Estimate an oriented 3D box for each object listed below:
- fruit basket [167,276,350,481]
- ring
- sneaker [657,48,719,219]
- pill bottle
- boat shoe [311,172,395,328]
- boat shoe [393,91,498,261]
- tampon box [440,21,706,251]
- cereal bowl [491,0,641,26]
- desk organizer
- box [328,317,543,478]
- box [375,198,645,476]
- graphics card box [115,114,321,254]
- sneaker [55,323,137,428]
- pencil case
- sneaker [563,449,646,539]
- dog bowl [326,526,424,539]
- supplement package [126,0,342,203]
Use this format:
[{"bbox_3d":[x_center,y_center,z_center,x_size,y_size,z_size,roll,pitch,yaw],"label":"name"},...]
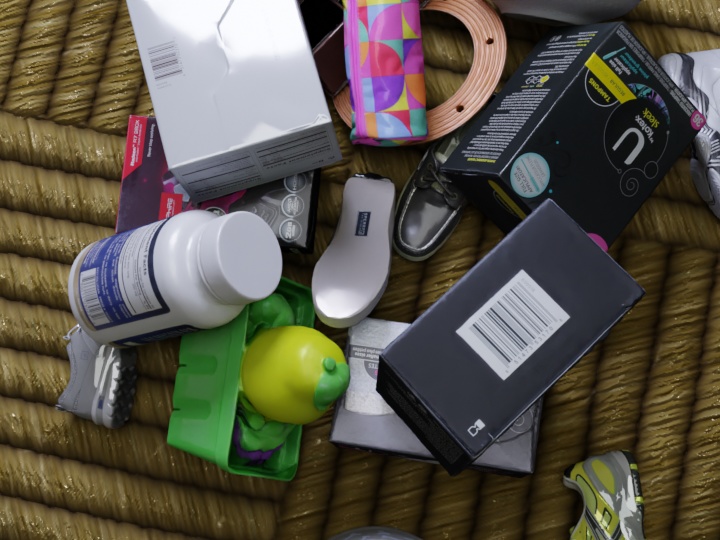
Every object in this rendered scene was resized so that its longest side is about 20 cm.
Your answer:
[{"bbox_3d":[-0.079,0.102,1.144,0.215,0.155,0.216,-7,74,25],"label":"fruit basket"},{"bbox_3d":[0.062,-0.221,1.260,0.200,0.019,0.201,-8,66,20],"label":"ring"},{"bbox_3d":[0.398,-0.153,1.235,0.115,0.075,0.200,-19,75,1],"label":"sneaker"},{"bbox_3d":[-0.172,0.005,1.100,0.200,0.111,0.111,-14,75,38],"label":"pill bottle"},{"bbox_3d":[0.000,0.000,1.173,0.075,0.093,0.200,9,48,10],"label":"boat shoe"},{"bbox_3d":[0.092,-0.106,1.240,0.072,0.066,0.201,30,80,8],"label":"boat shoe"},{"bbox_3d":[0.214,-0.127,1.183,0.150,0.126,0.200,42,81,-23],"label":"tampon box"},{"bbox_3d":[0.201,-0.301,1.220,0.200,0.200,0.083,11,99,4],"label":"cereal bowl"},{"bbox_3d":[0.006,-0.292,1.256,0.200,0.077,0.072,-45,61,-1],"label":"desk organizer"},{"bbox_3d":[0.079,0.126,1.168,0.200,0.115,0.132,9,79,3],"label":"box"},{"bbox_3d":[0.120,0.066,1.019,0.197,0.200,0.117,-42,79,-10],"label":"box"},{"bbox_3d":[-0.141,-0.086,1.180,0.200,0.051,0.126,6,83,6],"label":"graphics card box"},{"bbox_3d":[-0.271,0.060,1.214,0.082,0.075,0.200,6,74,10],"label":"sneaker"},{"bbox_3d":[0.019,-0.224,1.174,0.088,0.088,0.200,-8,98,0],"label":"pencil case"},{"bbox_3d":[0.248,0.282,1.158,0.076,0.075,0.200,-8,68,8],"label":"sneaker"},{"bbox_3d":[0.016,0.354,1.152,0.200,0.059,0.200,0,78,1],"label":"dog bowl"},{"bbox_3d":[-0.121,-0.190,1.115,0.156,0.111,0.200,-16,75,1],"label":"supplement package"}]
